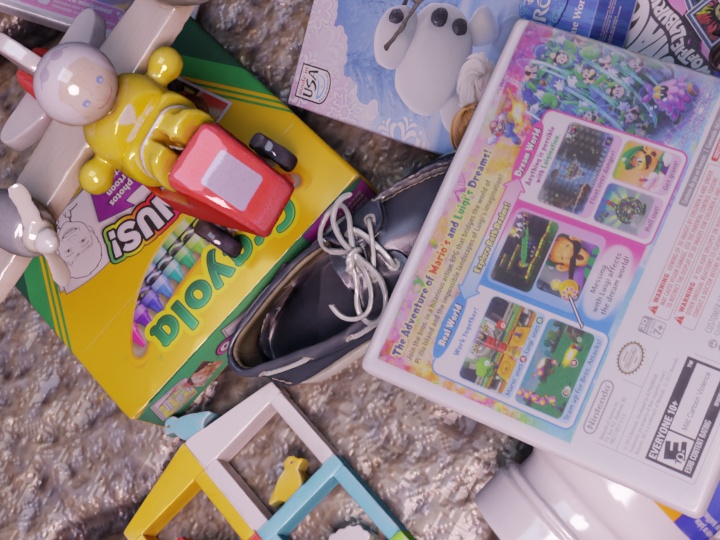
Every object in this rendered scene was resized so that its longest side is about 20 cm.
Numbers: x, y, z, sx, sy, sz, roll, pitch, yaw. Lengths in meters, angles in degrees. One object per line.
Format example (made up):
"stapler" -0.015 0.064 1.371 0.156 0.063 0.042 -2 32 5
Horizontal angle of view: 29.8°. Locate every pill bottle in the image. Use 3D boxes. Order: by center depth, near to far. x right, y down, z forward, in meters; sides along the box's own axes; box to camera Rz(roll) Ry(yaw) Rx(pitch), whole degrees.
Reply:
"pill bottle" 0.157 0.079 0.693 0.200 0.112 0.112 -44 66 3

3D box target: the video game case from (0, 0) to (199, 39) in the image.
"video game case" -0.162 -0.251 0.907 0.143 0.018 0.201 16 79 -12

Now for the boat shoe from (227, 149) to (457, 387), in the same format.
"boat shoe" 0.000 0.000 0.762 0.200 0.062 0.075 -35 71 32

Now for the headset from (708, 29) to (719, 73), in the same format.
"headset" 0.262 -0.128 0.653 0.199 0.094 0.124 -16 70 -11

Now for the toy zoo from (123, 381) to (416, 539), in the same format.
"toy zoo" -0.053 0.160 0.795 0.131 0.020 0.200 -46 66 3

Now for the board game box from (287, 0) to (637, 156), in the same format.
"board game box" 0.063 -0.166 0.772 0.199 0.043 0.201 23 103 39

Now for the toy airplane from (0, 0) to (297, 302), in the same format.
"toy airplane" -0.145 -0.095 0.768 0.198 0.141 0.201 -15 72 14

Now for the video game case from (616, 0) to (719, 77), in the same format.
"video game case" 0.141 -0.099 0.756 0.181 0.036 0.201 -40 64 31

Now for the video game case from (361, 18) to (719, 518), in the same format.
"video game case" 0.119 -0.009 0.660 0.181 0.024 0.201 22 84 25

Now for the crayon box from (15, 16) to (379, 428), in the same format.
"crayon box" -0.117 -0.033 0.850 0.200 0.058 0.173 -47 66 2
